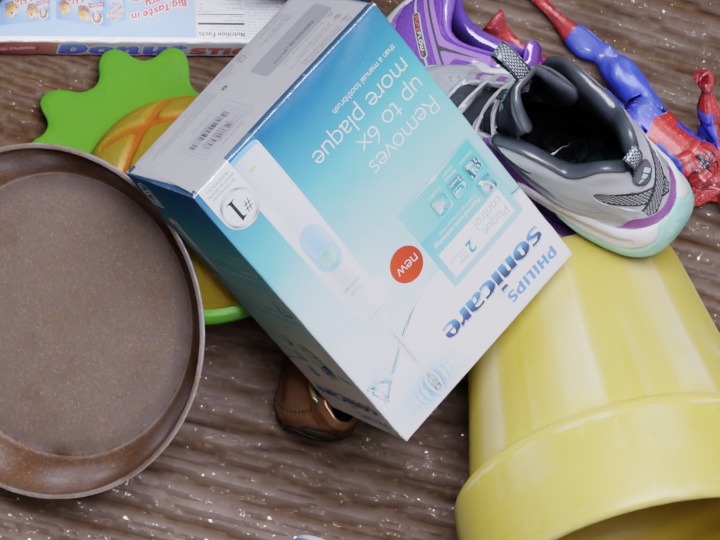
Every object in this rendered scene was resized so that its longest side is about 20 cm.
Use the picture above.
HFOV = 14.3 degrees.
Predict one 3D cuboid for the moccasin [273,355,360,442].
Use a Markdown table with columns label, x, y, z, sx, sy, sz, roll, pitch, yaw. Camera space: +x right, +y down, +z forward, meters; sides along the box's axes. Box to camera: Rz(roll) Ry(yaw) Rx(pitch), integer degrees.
| label | x | y | z | sx | sy | sz | roll | pitch | yaw |
| --- | --- | --- | --- | --- | --- | --- | --- | --- | --- |
| moccasin | -0.001 | -0.001 | 1.675 | 0.074 | 0.078 | 0.202 | 25 | 71 | -20 |

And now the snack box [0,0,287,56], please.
| label | x | y | z | sx | sy | sz | roll | pitch | yaw |
| --- | --- | --- | --- | --- | --- | --- | --- | --- | --- |
| snack box | -0.135 | -0.166 | 1.723 | 0.200 | 0.024 | 0.072 | 0 | 75 | -12 |

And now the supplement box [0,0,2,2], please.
| label | x | y | z | sx | sy | sz | roll | pitch | yaw |
| --- | --- | --- | --- | --- | --- | --- | --- | --- | --- |
| supplement box | -0.264 | -0.209 | 1.649 | 0.131 | 0.103 | 0.200 | 34 | 70 | 20 |

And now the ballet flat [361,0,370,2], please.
| label | x | y | z | sx | sy | sz | roll | pitch | yaw |
| --- | --- | --- | --- | --- | --- | --- | --- | --- | --- |
| ballet flat | -0.076 | -0.202 | 1.699 | 0.200 | 0.073 | 0.073 | 19 | 72 | -7 |

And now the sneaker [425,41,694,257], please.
| label | x | y | z | sx | sy | sz | roll | pitch | yaw |
| --- | --- | --- | --- | --- | --- | --- | --- | --- | --- |
| sneaker | 0.086 | -0.091 | 1.594 | 0.200 | 0.140 | 0.078 | 24 | 76 | 30 |

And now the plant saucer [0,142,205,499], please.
| label | x | y | z | sx | sy | sz | roll | pitch | yaw |
| --- | --- | --- | --- | --- | --- | --- | --- | --- | --- |
| plant saucer | -0.171 | 0.027 | 1.611 | 0.200 | 0.034 | 0.201 | 3 | 97 | 22 |

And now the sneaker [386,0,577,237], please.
| label | x | y | z | sx | sy | sz | roll | pitch | yaw |
| --- | --- | --- | --- | --- | --- | --- | --- | --- | --- |
| sneaker | 0.093 | -0.089 | 1.708 | 0.083 | 0.081 | 0.200 | -44 | 87 | 19 |

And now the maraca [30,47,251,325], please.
| label | x | y | z | sx | sy | sz | roll | pitch | yaw |
| --- | --- | --- | --- | --- | --- | --- | --- | --- | --- |
| maraca | -0.107 | -0.051 | 1.660 | 0.137 | 0.107 | 0.200 | -35 | 63 | -17 |

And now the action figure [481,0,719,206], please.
| label | x | y | z | sx | sy | sz | roll | pitch | yaw |
| --- | --- | --- | --- | --- | --- | --- | --- | --- | --- |
| action figure | 0.171 | -0.105 | 1.738 | 0.200 | 0.099 | 0.065 | 43 | 72 | -1 |

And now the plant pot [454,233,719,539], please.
| label | x | y | z | sx | sy | sz | roll | pitch | yaw |
| --- | --- | --- | --- | --- | --- | --- | --- | --- | --- |
| plant pot | 0.141 | 0.089 | 1.636 | 0.200 | 0.201 | 0.189 | -6 | 61 | -14 |

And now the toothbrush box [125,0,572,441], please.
| label | x | y | z | sx | sy | sz | roll | pitch | yaw |
| --- | --- | --- | --- | --- | --- | --- | --- | --- | --- |
| toothbrush box | -0.004 | -0.030 | 1.563 | 0.146 | 0.085 | 0.200 | -47 | 120 | -14 |

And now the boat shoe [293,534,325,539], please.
| label | x | y | z | sx | sy | sz | roll | pitch | yaw |
| --- | --- | --- | --- | --- | --- | --- | --- | --- | --- |
| boat shoe | 0.018 | 0.237 | 1.624 | 0.200 | 0.072 | 0.072 | 46 | 73 | 2 |
